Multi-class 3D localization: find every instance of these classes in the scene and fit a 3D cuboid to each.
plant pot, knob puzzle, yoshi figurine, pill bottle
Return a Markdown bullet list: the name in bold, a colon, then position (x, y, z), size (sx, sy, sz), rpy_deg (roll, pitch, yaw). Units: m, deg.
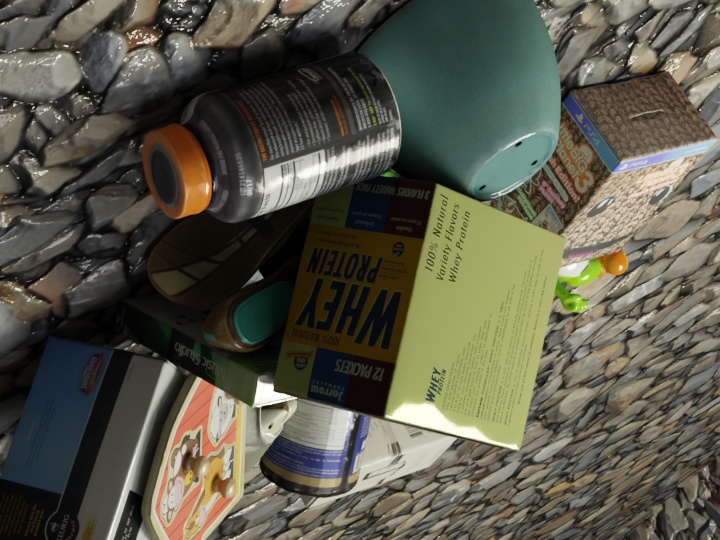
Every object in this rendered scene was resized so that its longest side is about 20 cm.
- **plant pot**: position (0.097, -0.141, 1.457), size (0.199, 0.135, 0.201), rpy_deg (-29, 157, -13)
- **knob puzzle**: position (-0.144, 0.180, 1.558), size (0.219, 0.030, 0.222), rpy_deg (13, 90, -72)
- **yoshi figurine**: position (0.225, -0.011, 1.967), size (0.198, 0.113, 0.113), rpy_deg (-19, 139, -25)
- **pill bottle**: position (-0.038, 0.130, 1.788), size (0.111, 0.111, 0.202), rpy_deg (-7, 115, -47)
- **pill bottle**: position (-0.074, -0.102, 1.347), size (0.199, 0.107, 0.107), rpy_deg (-19, 155, -30)

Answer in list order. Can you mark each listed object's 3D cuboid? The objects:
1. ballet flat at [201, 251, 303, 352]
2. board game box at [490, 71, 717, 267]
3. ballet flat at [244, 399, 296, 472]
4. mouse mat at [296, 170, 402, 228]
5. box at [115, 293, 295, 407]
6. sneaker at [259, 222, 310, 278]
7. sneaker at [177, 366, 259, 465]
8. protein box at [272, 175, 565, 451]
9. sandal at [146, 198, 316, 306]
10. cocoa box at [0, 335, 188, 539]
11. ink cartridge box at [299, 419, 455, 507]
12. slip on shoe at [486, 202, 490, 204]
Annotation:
- **ballet flat**: position (-0.068, 0.026, 1.516), size (0.072, 0.068, 0.199), rpy_deg (-12, -168, 45)
- **board game box**: position (0.255, -0.103, 1.807), size (0.158, 0.097, 0.200), rpy_deg (-15, 153, -38)
- **ballet flat**: position (-0.093, 0.118, 1.710), size (0.067, 0.063, 0.202), rpy_deg (-38, 135, -64)
- **mouse mat**: position (-0.023, -0.081, 1.597), size (0.199, 0.008, 0.161), rpy_deg (-9, 148, -43)
- **box**: position (-0.110, 0.065, 1.548), size (0.144, 0.199, 0.037), rpy_deg (-9, 114, -45)
- **sneaker**: position (0.000, 0.001, 1.606), size (0.198, 0.078, 0.111), rpy_deg (5, 173, 20)
- **sneaker**: position (-0.143, 0.128, 1.789), size (0.201, 0.078, 0.080), rpy_deg (74, 31, -54)
- **protein box**: position (0.054, 0.037, 1.473), size (0.199, 0.134, 0.201), rpy_deg (18, 83, -48)
- **sandal**: position (-0.102, -0.041, 1.501), size (0.200, 0.080, 0.054), rpy_deg (-42, 178, 11)
- **cocoa box**: position (-0.239, 0.182, 1.547), size (0.133, 0.130, 0.202), rpy_deg (49, 55, -62)
- **ink cartridge box**: position (-0.006, 0.176, 1.975), size (0.199, 0.147, 0.084), rpy_deg (-12, 153, -39)
- **slip on shoe**: position (0.095, -0.033, 1.785), size (0.076, 0.061, 0.200), rpy_deg (-7, 147, -47)
